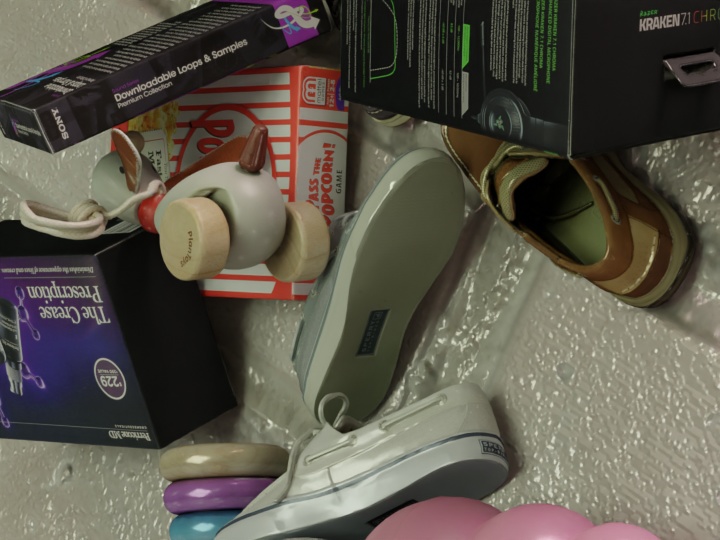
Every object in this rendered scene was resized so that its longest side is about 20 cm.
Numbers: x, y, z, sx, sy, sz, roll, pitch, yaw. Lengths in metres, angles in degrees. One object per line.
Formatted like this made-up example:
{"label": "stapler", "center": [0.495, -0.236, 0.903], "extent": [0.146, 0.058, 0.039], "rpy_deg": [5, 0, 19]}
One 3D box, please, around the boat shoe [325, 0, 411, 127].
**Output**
{"label": "boat shoe", "center": [0.001, -0.189, 1.546], "extent": [0.072, 0.065, 0.200], "rpy_deg": [-19, 68, 42]}

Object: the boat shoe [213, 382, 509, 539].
{"label": "boat shoe", "center": [-0.007, 0.117, 1.467], "extent": [0.202, 0.075, 0.086], "rpy_deg": [-28, 53, 26]}

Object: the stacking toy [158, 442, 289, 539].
{"label": "stacking toy", "center": [-0.084, 0.212, 1.536], "extent": [0.085, 0.085, 0.200], "rpy_deg": [-11, 77, 45]}

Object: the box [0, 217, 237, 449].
{"label": "box", "center": [-0.190, 0.041, 1.644], "extent": [0.200, 0.079, 0.141], "rpy_deg": [-2, 113, 48]}

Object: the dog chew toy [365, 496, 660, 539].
{"label": "dog chew toy", "center": [0.089, 0.183, 1.331], "extent": [0.200, 0.125, 0.125], "rpy_deg": [-9, 74, 37]}

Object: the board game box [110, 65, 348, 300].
{"label": "board game box", "center": [-0.091, -0.057, 1.616], "extent": [0.200, 0.046, 0.152], "rpy_deg": [1, 89, 47]}

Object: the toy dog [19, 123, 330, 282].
{"label": "toy dog", "center": [-0.104, -0.058, 1.492], "extent": [0.200, 0.132, 0.096], "rpy_deg": [18, 105, 31]}

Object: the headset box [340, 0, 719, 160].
{"label": "headset box", "center": [0.117, -0.131, 1.320], "extent": [0.200, 0.174, 0.093], "rpy_deg": [18, 113, 47]}

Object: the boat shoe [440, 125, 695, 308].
{"label": "boat shoe", "center": [0.108, -0.051, 1.393], "extent": [0.200, 0.074, 0.076], "rpy_deg": [40, 110, 44]}

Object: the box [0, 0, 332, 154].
{"label": "box", "center": [-0.132, -0.132, 1.565], "extent": [0.143, 0.200, 0.036], "rpy_deg": [20, 132, 69]}

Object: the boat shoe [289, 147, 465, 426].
{"label": "boat shoe", "center": [0.001, 0.000, 1.484], "extent": [0.072, 0.070, 0.201], "rpy_deg": [53, 132, 43]}

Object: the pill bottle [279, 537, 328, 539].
{"label": "pill bottle", "center": [-0.039, 0.258, 1.395], "extent": [0.112, 0.112, 0.200], "rpy_deg": [-40, 25, 33]}
